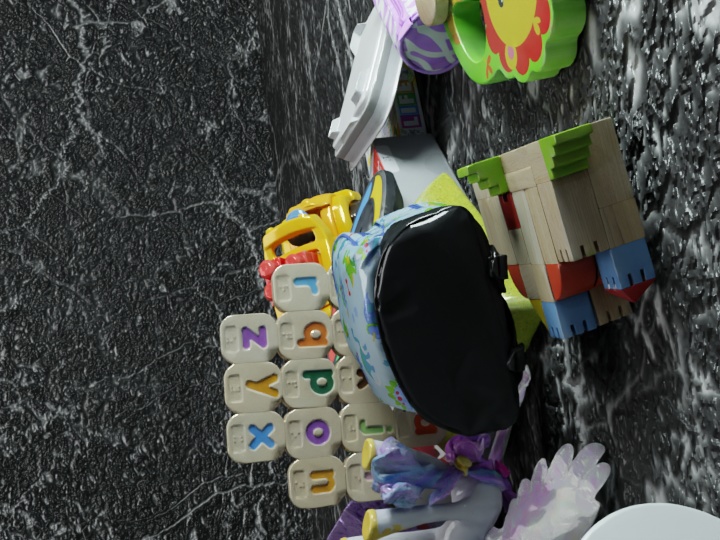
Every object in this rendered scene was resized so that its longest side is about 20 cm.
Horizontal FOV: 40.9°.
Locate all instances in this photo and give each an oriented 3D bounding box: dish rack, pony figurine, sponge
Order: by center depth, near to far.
[{"bbox_3d":[0.094,0.188,0.774,0.167,0.196,0.196,-114,34,-63],"label":"pony figurine"},{"bbox_3d":[0.026,0.267,0.923,0.111,0.030,0.201,35,158,8],"label":"sponge"},{"bbox_3d":[0.012,-0.230,1.081,0.172,0.043,0.204,135,149,-66],"label":"dish rack"}]

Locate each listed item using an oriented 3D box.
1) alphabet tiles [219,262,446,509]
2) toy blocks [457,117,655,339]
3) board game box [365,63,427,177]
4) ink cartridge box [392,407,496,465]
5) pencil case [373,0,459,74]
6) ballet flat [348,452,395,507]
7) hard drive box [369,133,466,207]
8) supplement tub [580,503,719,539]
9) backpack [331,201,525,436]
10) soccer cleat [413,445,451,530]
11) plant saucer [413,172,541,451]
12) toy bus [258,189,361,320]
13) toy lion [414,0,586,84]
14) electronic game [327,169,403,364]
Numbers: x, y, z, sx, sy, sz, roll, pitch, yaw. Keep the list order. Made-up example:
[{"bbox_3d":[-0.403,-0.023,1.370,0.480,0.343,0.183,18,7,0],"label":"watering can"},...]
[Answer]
[{"bbox_3d":[-0.022,0.094,0.820,0.015,0.192,0.204,150,116,-70],"label":"alphabet tiles"},{"bbox_3d":[0.136,-0.019,0.657,0.200,0.098,0.139,177,76,-80],"label":"toy blocks"},{"bbox_3d":[0.042,-0.154,1.213,0.201,0.034,0.137,106,156,-65],"label":"board game box"},{"bbox_3d":[0.077,0.147,1.004,0.199,0.066,0.120,-30,65,56],"label":"ink cartridge box"},{"bbox_3d":[0.045,-0.280,0.950,0.084,0.085,0.202,-49,44,26],"label":"pencil case"},{"bbox_3d":[0.058,0.254,0.972,0.200,0.070,0.069,42,166,1],"label":"ballet flat"},{"bbox_3d":[0.060,-0.024,1.075,0.157,0.075,0.203,-110,18,-53],"label":"hard drive box"},{"bbox_3d":[0.155,0.239,0.546,0.202,0.129,0.133,95,165,-48],"label":"supplement tub"},{"bbox_3d":[0.044,0.022,0.738,0.200,0.151,0.166,-69,-36,-72],"label":"backpack"},{"bbox_3d":[0.082,0.234,0.897,0.201,0.076,0.067,52,171,-17],"label":"soccer cleat"},{"bbox_3d":[0.070,0.044,0.898,0.201,0.047,0.202,58,139,45],"label":"plant saucer"},{"bbox_3d":[-0.062,-0.009,1.212,0.191,0.134,0.204,17,-125,-59],"label":"toy bus"},{"bbox_3d":[0.111,-0.220,0.744,0.201,0.067,0.194,101,153,-59],"label":"toy lion"},{"bbox_3d":[0.000,0.000,0.953,0.200,0.041,0.204,-166,89,-81],"label":"electronic game"}]
